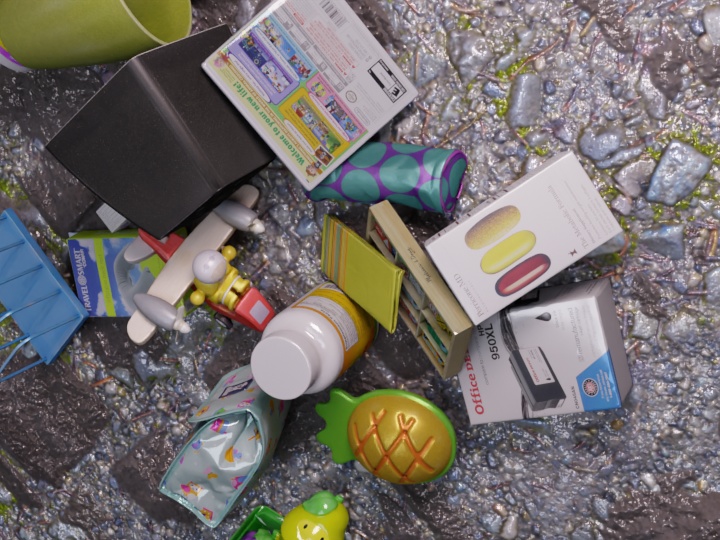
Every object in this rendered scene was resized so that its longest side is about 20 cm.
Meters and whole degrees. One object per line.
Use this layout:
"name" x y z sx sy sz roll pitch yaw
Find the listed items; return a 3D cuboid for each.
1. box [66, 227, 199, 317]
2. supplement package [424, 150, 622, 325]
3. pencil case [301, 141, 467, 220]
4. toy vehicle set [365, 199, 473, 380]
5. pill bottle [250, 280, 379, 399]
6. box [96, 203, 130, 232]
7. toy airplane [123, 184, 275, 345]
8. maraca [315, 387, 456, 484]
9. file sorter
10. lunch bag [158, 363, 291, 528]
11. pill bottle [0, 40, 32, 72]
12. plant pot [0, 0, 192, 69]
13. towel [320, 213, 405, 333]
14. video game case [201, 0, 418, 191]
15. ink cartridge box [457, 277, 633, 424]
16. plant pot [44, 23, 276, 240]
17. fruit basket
"box" -0.334 0.003 1.695 0.199 0.048 0.123 -1 107 22
"supplement package" 0.186 -0.039 1.393 0.200 0.110 0.114 -34 92 4
"pencil case" 0.029 -0.117 1.486 0.199 0.085 0.093 8 153 21
"toy vehicle set" 0.067 0.024 1.454 0.200 0.026 0.124 57 161 26
"pill bottle" -0.060 0.091 1.523 0.110 0.200 0.112 7 109 21
"box" -0.286 -0.128 1.639 0.200 0.039 0.041 -41 86 27
"toy airplane" -0.215 -0.010 1.564 0.198 0.141 0.201 -5 86 -16
"maraca" 0.032 0.217 1.575 0.199 0.107 0.138 8 111 21
"file sorter" -0.520 0.043 1.719 0.200 0.123 0.139 52 130 7
"lunch bag" -0.169 0.220 1.625 0.122 0.170 0.200 33 116 2
"pill bottle" -0.416 -0.362 1.584 0.200 0.104 0.104 -36 91 28
"plant pot" -0.342 -0.326 1.456 0.199 0.187 0.188 -19 98 22
"towel" 0.000 0.000 1.504 0.200 0.018 0.087 40 132 54
"video game case" -0.059 -0.229 1.428 0.182 0.022 0.200 -41 105 -2
"ink cartridge box" 0.220 0.103 1.474 0.199 0.084 0.145 -11 101 26
"plant pot" -0.227 -0.158 1.467 0.200 0.199 0.178 -33 93 36
"fruit basket" -0.088 0.412 1.675 0.215 0.156 0.217 17 129 23
